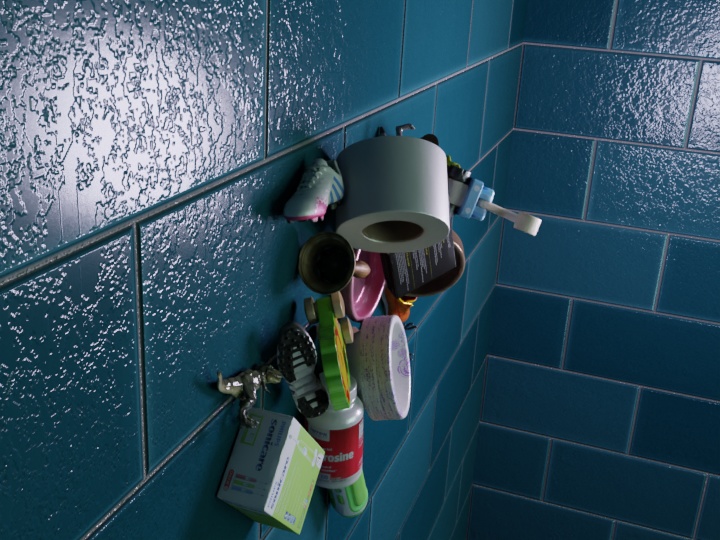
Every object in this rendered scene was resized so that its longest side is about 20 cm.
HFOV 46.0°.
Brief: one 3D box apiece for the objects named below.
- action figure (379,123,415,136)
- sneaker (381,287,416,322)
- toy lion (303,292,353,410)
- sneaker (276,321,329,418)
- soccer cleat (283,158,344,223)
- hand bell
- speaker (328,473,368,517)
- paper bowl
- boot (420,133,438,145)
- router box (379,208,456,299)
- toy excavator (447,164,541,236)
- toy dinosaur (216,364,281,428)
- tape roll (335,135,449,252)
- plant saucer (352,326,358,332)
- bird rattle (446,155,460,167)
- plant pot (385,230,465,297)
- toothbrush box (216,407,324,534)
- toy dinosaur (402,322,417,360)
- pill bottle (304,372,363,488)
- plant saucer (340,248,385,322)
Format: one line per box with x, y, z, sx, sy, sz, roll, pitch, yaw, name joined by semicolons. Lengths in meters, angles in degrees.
0.049;-0.183;1.728;0.200;0.104;0.195;138;-25;-73;action figure
0.097;0.076;1.989;0.200;0.076;0.074;65;37;-64;sneaker
-0.044;0.149;1.452;0.200;0.068;0.194;75;4;-65;toy lion
-0.105;0.149;1.393;0.091;0.066;0.201;-122;-166;-48;sneaker
-0.078;-0.130;1.352;0.200;0.069;0.087;-47;134;-69;soccer cleat
-0.024;-0.005;1.494;0.200;0.103;0.105;13;88;-70;hand bell
-0.033;0.430;1.755;0.201;0.087;0.089;81;25;-46;speaker
0.031;0.191;1.657;0.200;0.103;0.203;-6;90;-75;paper bowl
0.117;-0.189;1.824;0.200;0.064;0.189;166;-62;-79;boot
0.110;-0.054;1.677;0.148;0.051;0.201;-27;138;-14;router box
0.256;-0.138;1.752;0.194;0.198;0.101;-135;-115;-73;toy excavator
-0.170;0.186;1.248;0.200;0.047;0.089;10;73;-74;toy dinosaur
0.055;-0.130;1.487;0.203;0.200;0.141;50;36;-68;tape roll
-0.017;0.221;1.774;0.200;0.036;0.203;10;90;-74;plant saucer
0.177;-0.190;2.074;0.163;0.111;0.202;-81;177;-69;bird rattle
0.127;-0.069;1.869;0.176;0.198;0.202;-89;173;-45;plant pot
-0.137;0.324;1.359;0.200;0.085;0.147;67;37;-62;toothbrush box
0.042;0.171;1.908;0.182;0.199;0.105;48;59;-24;toy dinosaur
-0.050;0.294;1.578;0.112;0.111;0.202;-50;145;-58;pill bottle
0.000;0.000;1.670;0.200;0.050;0.203;11;90;-69;plant saucer
